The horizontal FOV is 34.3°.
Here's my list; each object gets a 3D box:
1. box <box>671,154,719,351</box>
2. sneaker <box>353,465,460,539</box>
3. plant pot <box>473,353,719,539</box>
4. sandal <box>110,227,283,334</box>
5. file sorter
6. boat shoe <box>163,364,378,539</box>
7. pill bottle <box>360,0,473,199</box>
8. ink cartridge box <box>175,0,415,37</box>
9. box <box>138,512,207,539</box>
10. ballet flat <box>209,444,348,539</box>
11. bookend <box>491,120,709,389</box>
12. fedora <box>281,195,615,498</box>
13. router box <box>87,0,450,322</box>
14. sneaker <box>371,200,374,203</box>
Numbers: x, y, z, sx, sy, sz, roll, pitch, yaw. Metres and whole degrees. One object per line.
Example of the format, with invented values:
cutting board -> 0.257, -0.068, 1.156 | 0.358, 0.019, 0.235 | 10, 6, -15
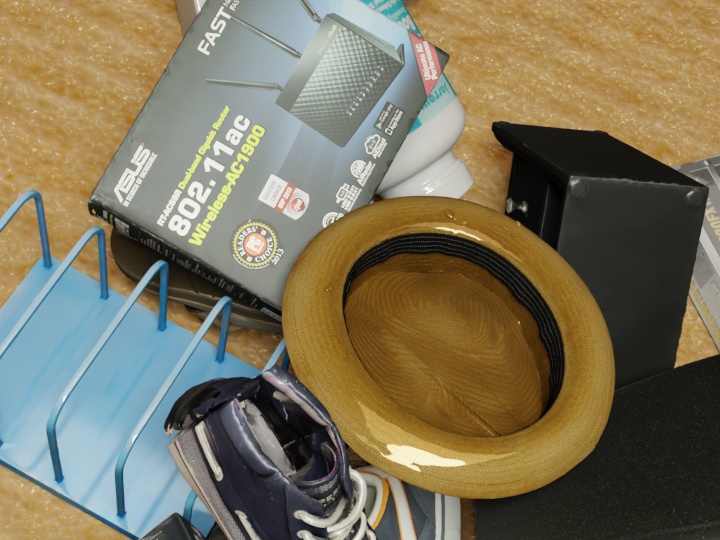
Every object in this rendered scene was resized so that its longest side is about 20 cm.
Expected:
box -> 0.331, -0.002, 0.897 | 0.158, 0.048, 0.201 | -15, 65, -17
sneaker -> 0.023, 0.211, 0.707 | 0.079, 0.079, 0.201 | 5, 53, -11
plant pot -> 0.159, 0.182, 0.660 | 0.177, 0.200, 0.200 | -8, 19, 8
sandal -> -0.083, 0.010, 0.806 | 0.199, 0.055, 0.082 | 18, 50, 9
file sorter -> -0.155, 0.064, 0.727 | 0.199, 0.123, 0.139 | 28, 61, 5
boat shoe -> -0.023, 0.139, 0.612 | 0.075, 0.093, 0.200 | -41, 94, -31
pill bottle -> 0.004, -0.132, 0.844 | 0.111, 0.111, 0.200 | -38, 103, -26
ink cartridge box -> -0.052, -0.273, 0.921 | 0.199, 0.086, 0.147 | -13, 96, -15
box -> -0.136, 0.243, 0.599 | 0.200, 0.046, 0.159 | -39, 40, -6
ballet flat -> -0.055, 0.133, 0.743 | 0.057, 0.067, 0.200 | 32, 53, 7
bookend -> 0.144, 0.012, 0.815 | 0.092, 0.200, 0.200 | 4, 17, -9
fedora -> 0.047, 0.051, 0.679 | 0.200, 0.082, 0.201 | 4, 55, -6
router box -> -0.056, -0.086, 0.733 | 0.149, 0.062, 0.201 | 29, 81, -5
sneaker -> 0.000, 0.000, 0.824 | 0.199, 0.066, 0.079 | 28, 63, 5
